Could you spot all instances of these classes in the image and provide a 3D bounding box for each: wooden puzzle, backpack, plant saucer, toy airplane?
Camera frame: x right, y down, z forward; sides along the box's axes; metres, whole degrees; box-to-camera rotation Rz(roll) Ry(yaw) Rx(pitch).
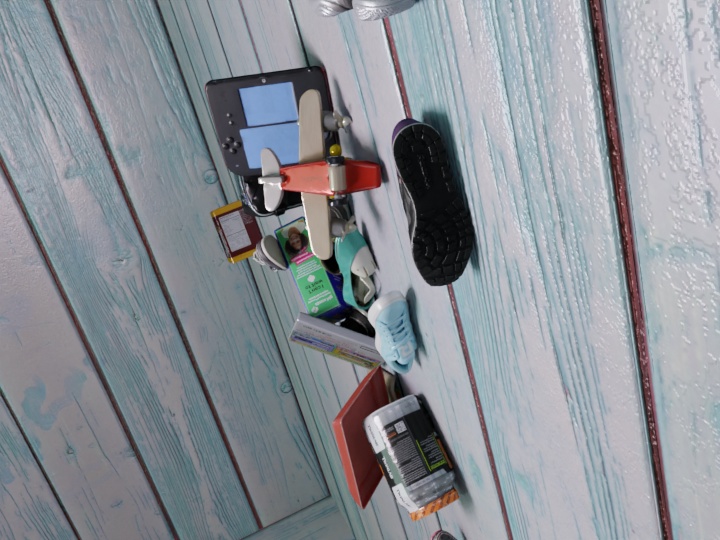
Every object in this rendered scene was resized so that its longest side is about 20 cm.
[{"bbox_3d":[0.074,0.309,1.574,0.185,0.037,0.202,-170,64,-75],"label":"wooden puzzle"},{"bbox_3d":[-0.160,-0.216,1.369,0.150,0.176,0.202,23,129,64],"label":"backpack"},{"bbox_3d":[0.008,0.317,1.428,0.200,0.036,0.202,-47,-50,-56],"label":"plant saucer"},{"bbox_3d":[-0.062,-0.148,1.160,0.200,0.140,0.201,50,128,18],"label":"toy airplane"}]

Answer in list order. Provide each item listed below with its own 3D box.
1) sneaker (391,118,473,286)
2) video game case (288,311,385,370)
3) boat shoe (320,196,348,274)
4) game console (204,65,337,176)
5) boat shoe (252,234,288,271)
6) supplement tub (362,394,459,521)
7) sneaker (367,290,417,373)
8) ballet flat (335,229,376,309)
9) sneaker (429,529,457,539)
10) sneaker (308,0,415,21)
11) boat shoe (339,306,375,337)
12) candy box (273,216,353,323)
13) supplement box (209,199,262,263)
[{"bbox_3d":[0.083,-0.084,0.881,0.088,0.075,0.202,-106,3,-69],"label":"sneaker"},{"bbox_3d":[-0.042,0.145,1.475,0.182,0.198,0.022,123,166,-69],"label":"video game case"},{"bbox_3d":[-0.052,-0.064,1.360,0.202,0.071,0.061,79,-179,-60],"label":"boat shoe"},{"bbox_3d":[-0.144,-0.244,1.229,0.031,0.197,0.178,-92,-6,-48],"label":"game console"},{"bbox_3d":[-0.183,-0.024,1.498,0.200,0.062,0.073,17,-131,-82],"label":"boat shoe"},{"bbox_3d":[0.094,0.341,1.346,0.123,0.121,0.202,106,140,-69],"label":"supplement tub"},{"bbox_3d":[0.066,0.107,1.227,0.082,0.074,0.201,50,167,29],"label":"sneaker"},{"bbox_3d":[0.000,0.000,1.342,0.070,0.067,0.201,31,149,27],"label":"ballet flat"},{"bbox_3d":[0.206,0.582,1.402,0.201,0.080,0.075,53,147,26],"label":"sneaker"},{"bbox_3d":[-0.011,-0.342,0.807,0.200,0.075,0.115,37,147,55],"label":"sneaker"},{"bbox_3d":[-0.009,0.124,1.508,0.072,0.061,0.201,43,165,6],"label":"boat shoe"},{"bbox_3d":[-0.088,0.006,1.530,0.202,0.076,0.169,65,-172,13],"label":"candy box"},{"bbox_3d":[-0.451,-0.145,2.703,0.197,0.132,0.202,-173,62,-75],"label":"supplement box"}]
